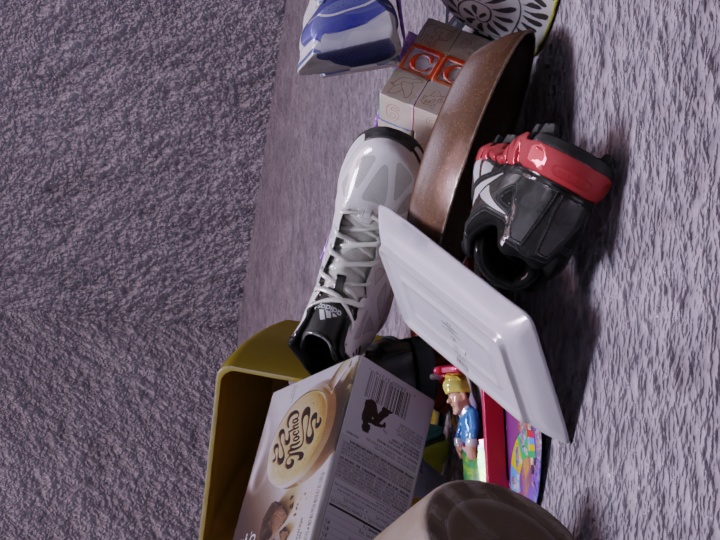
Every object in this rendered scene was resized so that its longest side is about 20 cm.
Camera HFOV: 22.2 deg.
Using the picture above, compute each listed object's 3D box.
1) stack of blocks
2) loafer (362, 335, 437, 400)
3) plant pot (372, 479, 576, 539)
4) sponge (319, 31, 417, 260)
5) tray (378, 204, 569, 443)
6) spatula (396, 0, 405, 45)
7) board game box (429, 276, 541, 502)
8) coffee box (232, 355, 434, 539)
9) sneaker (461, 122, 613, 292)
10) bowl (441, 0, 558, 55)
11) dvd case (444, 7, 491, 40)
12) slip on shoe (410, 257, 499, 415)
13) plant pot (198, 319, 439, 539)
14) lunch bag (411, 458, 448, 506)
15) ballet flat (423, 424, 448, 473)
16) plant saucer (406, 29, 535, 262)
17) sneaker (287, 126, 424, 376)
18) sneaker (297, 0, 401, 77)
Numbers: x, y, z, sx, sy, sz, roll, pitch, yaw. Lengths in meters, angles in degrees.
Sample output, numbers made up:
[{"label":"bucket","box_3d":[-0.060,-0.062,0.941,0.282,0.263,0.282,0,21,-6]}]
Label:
[{"label":"stack of blocks","box_3d":[0.050,-0.084,1.436,0.201,0.058,0.116,92,-156,-55]},{"label":"loafer","box_3d":[0.008,0.088,1.465,0.200,0.062,0.072,140,122,-73]},{"label":"plant pot","box_3d":[0.053,0.228,1.116,0.201,0.199,0.174,-97,30,-55]},{"label":"sponge","box_3d":[0.025,-0.089,1.521,0.112,0.030,0.201,24,-92,-76]},{"label":"tray","box_3d":[0.067,0.036,1.223,0.200,0.022,0.108,40,157,53]},{"label":"spatula","box_3d":[0.036,-0.269,1.349,0.057,0.020,0.202,-97,14,-66]},{"label":"board game box","box_3d":[0.078,0.107,1.319,0.201,0.039,0.159,-108,22,-47]},{"label":"coffee box","box_3d":[-0.027,0.178,1.329,0.113,0.080,0.201,-25,41,48]},{"label":"sneaker","box_3d":[0.100,-0.035,1.185,0.098,0.070,0.200,-63,7,-4]},{"label":"bowl","box_3d":[0.091,-0.263,1.370,0.201,0.093,0.203,-176,90,-83]},{"label":"dvd case","box_3d":[0.099,-0.286,1.578,0.150,0.025,0.202,137,137,-79]},{"label":"slip on shoe","box_3d":[0.071,0.051,1.449,0.200,0.061,0.075,108,166,-55]},{"label":"plant pot","box_3d":[-0.031,0.152,1.718,0.177,0.198,0.201,-76,-5,-64]},{"label":"lunch bag","box_3d":[0.029,0.255,1.416,0.170,0.126,0.201,-91,0,-47]},{"label":"ballet flat","box_3d":[0.011,0.166,1.508,0.199,0.066,0.068,1,-80,-57]},{"label":"plant saucer","box_3d":[0.075,-0.082,1.314,0.200,0.036,0.202,20,-90,-79]},{"label":"sneaker","box_3d":[0.000,0.000,1.357,0.116,0.075,0.202,-67,-9,-55]},{"label":"sneaker","box_3d":[-0.016,-0.208,1.381,0.199,0.080,0.116,-54,-46,-86]}]
